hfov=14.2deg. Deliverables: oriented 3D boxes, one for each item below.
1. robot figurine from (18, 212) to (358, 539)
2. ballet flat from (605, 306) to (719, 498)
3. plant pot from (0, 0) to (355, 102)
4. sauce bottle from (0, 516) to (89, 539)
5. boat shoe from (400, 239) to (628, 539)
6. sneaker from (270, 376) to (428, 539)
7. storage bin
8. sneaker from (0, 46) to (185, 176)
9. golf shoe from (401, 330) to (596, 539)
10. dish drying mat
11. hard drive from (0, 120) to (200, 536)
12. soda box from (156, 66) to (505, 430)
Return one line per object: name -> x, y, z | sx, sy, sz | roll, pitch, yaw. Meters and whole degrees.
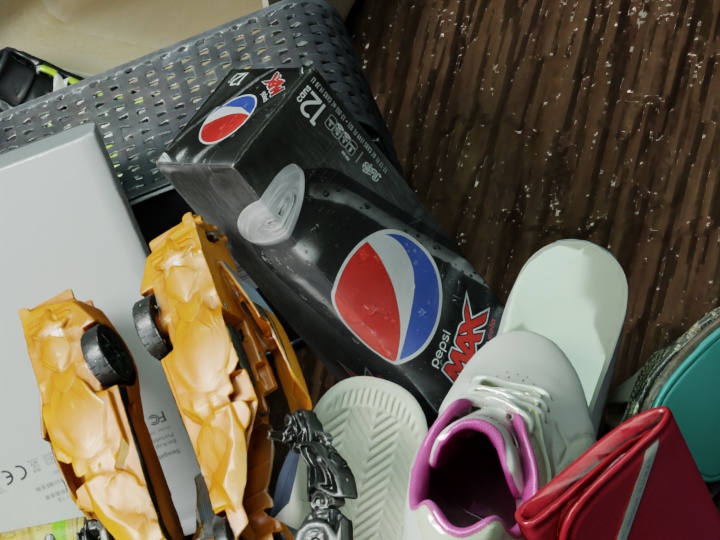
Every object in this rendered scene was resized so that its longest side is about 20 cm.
robot figurine -> -0.072, 0.085, 1.242 | 0.144, 0.058, 0.201 | -29, 65, 17
ballet flat -> 0.125, 0.092, 1.285 | 0.075, 0.068, 0.201 | -5, 47, 50
plant pot -> -0.086, -0.223, 1.533 | 0.199, 0.201, 0.177 | 14, 39, 30
sauce bottle -> -0.198, 0.159, 1.324 | 0.199, 0.065, 0.065 | -11, 48, -3
boat shoe -> 0.071, 0.087, 1.273 | 0.070, 0.072, 0.202 | 19, 74, 11
sneaker -> -0.018, 0.148, 1.290 | 0.075, 0.085, 0.201 | 22, 82, -2
storage bin -> -0.079, -0.028, 1.403 | 0.199, 0.136, 0.094 | -21, 47, 4
sneaker -> -0.167, -0.074, 1.511 | 0.199, 0.083, 0.072 | 4, 54, 23
golf shoe -> 0.058, 0.077, 1.156 | 0.075, 0.092, 0.200 | 7, 37, 8
dish drying mat -> 0.125, 0.141, 1.146 | 0.077, 0.200, 0.018 | -39, 40, -13
hard drive -> -0.146, 0.045, 1.335 | 0.131, 0.201, 0.026 | -20, 20, 4
soda box -> 0.000, 0.000, 1.304 | 0.063, 0.200, 0.071 | -51, 28, -22
